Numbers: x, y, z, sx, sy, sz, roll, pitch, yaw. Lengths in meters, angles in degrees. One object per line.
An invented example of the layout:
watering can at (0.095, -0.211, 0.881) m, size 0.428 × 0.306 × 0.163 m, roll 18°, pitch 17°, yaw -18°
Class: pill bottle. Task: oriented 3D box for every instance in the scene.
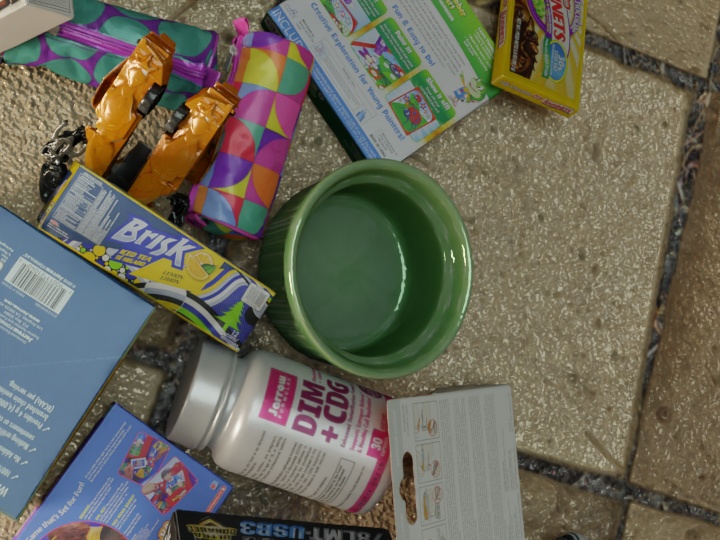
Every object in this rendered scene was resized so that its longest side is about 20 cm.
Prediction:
pill bottle at (-0.069, 0.140, 0.944) m, size 0.199 × 0.113 × 0.114 m, roll 21°, pitch 77°, yaw -14°

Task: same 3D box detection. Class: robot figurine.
robot figurine at (-0.198, -0.103, 0.922) m, size 0.145 × 0.058 × 0.200 m, roll 37°, pitch 115°, yaw -8°

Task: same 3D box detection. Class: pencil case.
pencil case at (-0.230, -0.205, 0.948) m, size 0.198 × 0.092 × 0.086 m, roll 13°, pitch 97°, yaw -17°
pencil case at (-0.108, -0.129, 0.978) m, size 0.088 × 0.088 × 0.202 m, roll 15°, pitch 83°, yaw -15°

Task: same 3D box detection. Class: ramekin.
ramekin at (0.000, 0.000, 0.976) m, size 0.199 × 0.097 × 0.202 m, roll 2°, pitch 87°, yaw -31°

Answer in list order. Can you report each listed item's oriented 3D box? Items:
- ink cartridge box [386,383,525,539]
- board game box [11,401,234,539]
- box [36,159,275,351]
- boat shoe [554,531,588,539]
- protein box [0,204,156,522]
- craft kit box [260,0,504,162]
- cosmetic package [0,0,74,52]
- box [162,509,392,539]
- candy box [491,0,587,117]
ink cartridge box at (0.079, 0.194, 0.974) m, size 0.199 × 0.057 × 0.164 m, roll 1°, pitch 82°, yaw -44°
board game box at (-0.226, 0.238, 0.918) m, size 0.134 × 0.045 × 0.201 m, roll 38°, pitch 74°, yaw -10°
box at (-0.175, -0.012, 0.886) m, size 0.199 × 0.070 × 0.065 m, roll 35°, pitch 86°, yaw -21°
boat shoe at (0.153, 0.338, 1.011) m, size 0.091 × 0.071 × 0.201 m, roll 32°, pitch 77°, yaw -16°
protein box at (-0.314, 0.067, 0.865) m, size 0.198 × 0.135 × 0.201 m, roll 34°, pitch 74°, yaw -11°
craft kit box at (0.032, -0.226, 1.063) m, size 0.197 × 0.048 × 0.201 m, roll -35°, pitch 94°, yaw -16°
cosmetic package at (-0.324, -0.229, 0.871) m, size 0.050 × 0.199 × 0.083 m, roll 5°, pitch 78°, yaw -51°
box at (-0.090, 0.300, 0.882) m, size 0.199 × 0.050 × 0.200 m, roll 11°, pitch 117°, yaw -24°
candy box at (0.197, -0.271, 1.106) m, size 0.102 × 0.026 × 0.202 m, roll 19°, pitch 66°, yaw -24°
